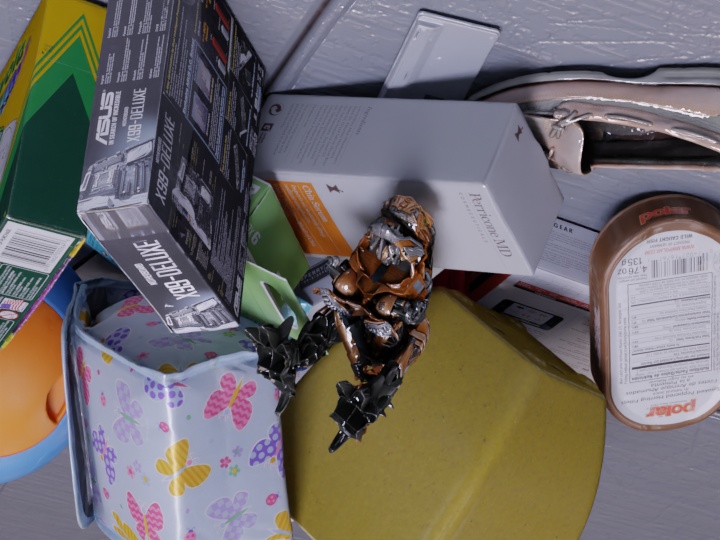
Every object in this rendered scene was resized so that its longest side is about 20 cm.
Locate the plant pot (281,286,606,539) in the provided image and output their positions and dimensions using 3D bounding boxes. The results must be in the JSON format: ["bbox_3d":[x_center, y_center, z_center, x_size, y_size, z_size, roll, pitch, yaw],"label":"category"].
[{"bbox_3d":[0.067,0.130,1.510,0.195,0.201,0.194,39,-171,37],"label":"plant pot"}]

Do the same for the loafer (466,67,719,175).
[{"bbox_3d":[0.161,-0.093,1.351,0.199,0.063,0.072,-4,151,19],"label":"loafer"}]

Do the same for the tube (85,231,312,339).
[{"bbox_3d":[-0.134,-0.002,1.510,0.200,0.050,0.078,36,120,6],"label":"tube"}]

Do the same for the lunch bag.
[{"bbox_3d":[-0.148,0.109,1.456,0.126,0.171,0.200,-16,-155,-30],"label":"lunch bag"}]

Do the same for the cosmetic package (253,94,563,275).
[{"bbox_3d":[0.025,-0.059,1.381,0.199,0.072,0.102,4,145,32],"label":"cosmetic package"}]

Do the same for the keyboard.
[{"bbox_3d":[0.041,-0.117,1.395,0.056,0.011,0.200,7,153,-12],"label":"keyboard"}]

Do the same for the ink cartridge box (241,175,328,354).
[{"bbox_3d":[-0.098,-0.027,1.403,0.199,0.059,0.104,26,158,29],"label":"ink cartridge box"}]

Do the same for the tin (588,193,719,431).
[{"bbox_3d":[0.227,0.036,1.515,0.111,0.042,0.201,-6,126,1],"label":"tin"}]

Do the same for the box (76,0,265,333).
[{"bbox_3d":[-0.115,-0.084,1.283,0.049,0.201,0.158,-5,151,17],"label":"box"}]

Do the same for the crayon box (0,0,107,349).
[{"bbox_3d":[-0.227,-0.065,1.376,0.058,0.174,0.200,15,151,-20],"label":"crayon box"}]

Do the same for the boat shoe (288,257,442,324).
[{"bbox_3d":[0.000,0.000,1.499,0.199,0.069,0.056,-21,159,37],"label":"boat shoe"}]

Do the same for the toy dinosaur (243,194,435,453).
[{"bbox_3d":[0.010,0.045,1.335,0.102,0.136,0.201,14,132,36],"label":"toy dinosaur"}]

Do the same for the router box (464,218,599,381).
[{"bbox_3d":[0.173,0.037,1.609,0.199,0.049,0.179,18,151,-20],"label":"router box"}]

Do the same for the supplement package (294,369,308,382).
[{"bbox_3d":[-0.024,0.134,1.761,0.199,0.121,0.121,-14,147,35],"label":"supplement package"}]

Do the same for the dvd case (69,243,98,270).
[{"bbox_3d":[-0.291,-0.052,1.582,0.199,0.018,0.142,22,148,-27],"label":"dvd case"}]

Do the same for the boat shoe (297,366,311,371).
[{"bbox_3d":[-0.127,0.043,1.679,0.199,0.073,0.072,11,173,-21],"label":"boat shoe"}]

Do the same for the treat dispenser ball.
[{"bbox_3d":[-0.297,0.065,1.568,0.199,0.202,0.201,5,152,3],"label":"treat dispenser ball"}]

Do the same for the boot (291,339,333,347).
[{"bbox_3d":[-0.100,0.057,1.606,0.153,0.074,0.204,25,108,-38],"label":"boot"}]

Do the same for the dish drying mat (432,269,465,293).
[{"bbox_3d":[0.041,-0.008,1.524,0.076,0.018,0.201,14,144,10],"label":"dish drying mat"}]
